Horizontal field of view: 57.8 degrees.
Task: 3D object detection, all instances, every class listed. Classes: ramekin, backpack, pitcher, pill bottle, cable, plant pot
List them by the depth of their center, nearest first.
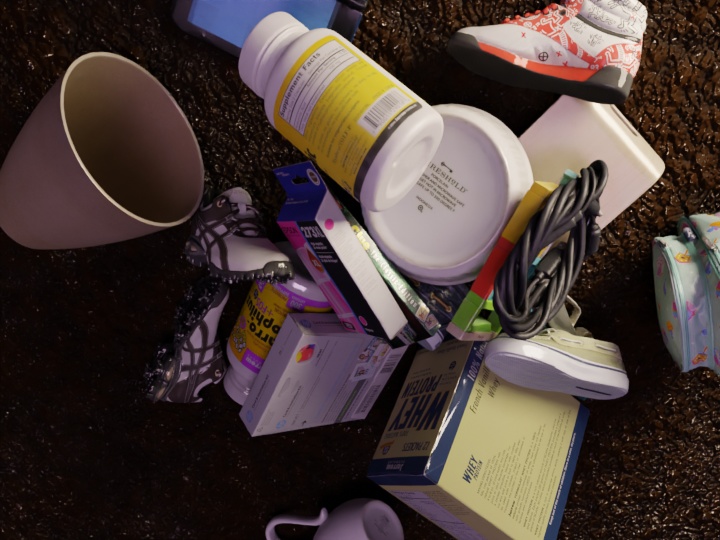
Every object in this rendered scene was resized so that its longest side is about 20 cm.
[{"bbox_3d":[-0.024,-0.160,0.634,0.199,0.111,0.112,42,113,15],"label":"pill bottle"},{"bbox_3d":[0.199,-0.019,0.658,0.050,0.198,0.166,34,139,26],"label":"cable"},{"bbox_3d":[0.088,-0.083,0.709,0.196,0.094,0.209,1,94,16],"label":"ramekin"},{"bbox_3d":[-0.308,-0.104,0.718,0.196,0.189,0.190,-21,114,26],"label":"plant pot"},{"bbox_3d":[0.421,0.039,0.740,0.149,0.201,0.180,-14,115,8],"label":"backpack"},{"bbox_3d":[-0.105,0.074,0.820,0.102,0.105,0.203,23,113,-9],"label":"pill bottle"},{"bbox_3d":[-0.043,0.409,0.976,0.171,0.121,0.200,44,121,-1],"label":"pitcher"}]

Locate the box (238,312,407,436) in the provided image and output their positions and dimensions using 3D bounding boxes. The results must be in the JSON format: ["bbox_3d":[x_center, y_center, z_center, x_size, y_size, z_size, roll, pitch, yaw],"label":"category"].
[{"bbox_3d":[-0.037,0.127,0.815,0.197,0.041,0.158,2,124,-47],"label":"box"}]

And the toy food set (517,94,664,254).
[{"bbox_3d":[0.231,-0.107,0.763,0.144,0.061,0.200,45,107,-5],"label":"toy food set"}]

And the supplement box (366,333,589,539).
[{"bbox_3d":[0.148,0.213,0.808,0.198,0.203,0.134,37,150,-15],"label":"supplement box"}]

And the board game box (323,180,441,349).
[{"bbox_3d":[0.000,0.000,0.731,0.023,0.104,0.201,-42,96,-24],"label":"board game box"}]

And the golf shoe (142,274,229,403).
[{"bbox_3d":[-0.207,0.093,0.859,0.093,0.078,0.202,23,116,-28],"label":"golf shoe"}]

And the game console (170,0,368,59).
[{"bbox_3d":[-0.090,-0.285,0.653,0.196,0.171,0.121,23,87,-9],"label":"game console"}]

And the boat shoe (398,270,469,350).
[{"bbox_3d":[0.045,-0.001,0.810,0.200,0.071,0.091,43,76,0],"label":"boat shoe"}]

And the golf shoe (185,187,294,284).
[{"bbox_3d":[-0.138,-0.042,0.724,0.076,0.198,0.097,3,101,-42],"label":"golf shoe"}]

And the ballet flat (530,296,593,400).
[{"bbox_3d":[0.268,0.085,0.838,0.063,0.067,0.201,-41,117,-7],"label":"ballet flat"}]

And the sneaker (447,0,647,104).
[{"bbox_3d":[0.199,-0.254,0.691,0.196,0.067,0.111,18,88,14],"label":"sneaker"}]

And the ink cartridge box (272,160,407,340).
[{"bbox_3d":[-0.030,-0.018,0.690,0.037,0.094,0.203,-39,111,-24],"label":"ink cartridge box"}]

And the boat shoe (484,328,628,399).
[{"bbox_3d":[0.229,0.103,0.768,0.195,0.064,0.072,17,147,-21],"label":"boat shoe"}]

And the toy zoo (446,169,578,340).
[{"bbox_3d":[0.170,-0.016,0.693,0.020,0.130,0.203,34,101,26],"label":"toy zoo"}]
